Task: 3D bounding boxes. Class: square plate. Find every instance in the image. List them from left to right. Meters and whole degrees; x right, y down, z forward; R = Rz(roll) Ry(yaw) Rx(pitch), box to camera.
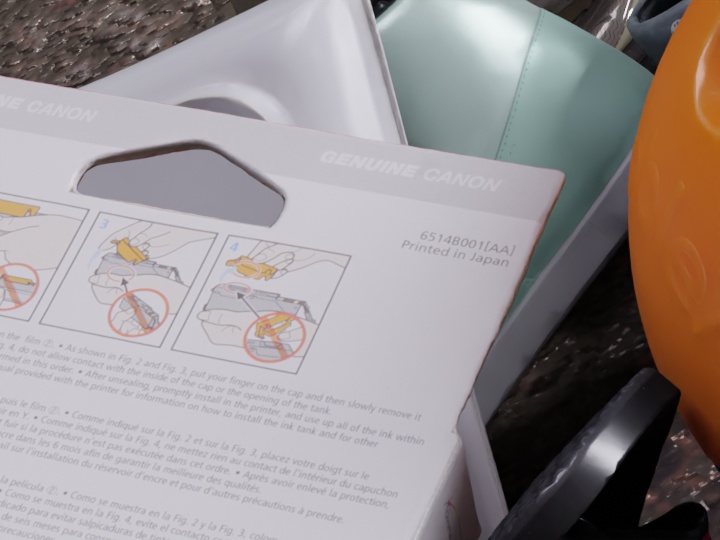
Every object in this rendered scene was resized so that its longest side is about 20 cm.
[{"bbox_3d":[-0.061,0.035,0.816,0.199,0.199,0.028,-20,-9,30],"label":"square plate"}]

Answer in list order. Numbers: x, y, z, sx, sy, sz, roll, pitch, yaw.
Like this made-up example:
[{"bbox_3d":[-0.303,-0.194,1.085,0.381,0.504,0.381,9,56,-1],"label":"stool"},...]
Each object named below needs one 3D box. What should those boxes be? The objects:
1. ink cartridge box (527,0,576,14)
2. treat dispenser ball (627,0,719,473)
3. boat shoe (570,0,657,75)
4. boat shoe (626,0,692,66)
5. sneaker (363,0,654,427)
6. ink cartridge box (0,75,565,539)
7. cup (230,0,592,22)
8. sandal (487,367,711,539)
[{"bbox_3d":[0.078,-0.212,0.944,0.200,0.146,0.085,-54,10,-26],"label":"ink cartridge box"},{"bbox_3d":[0.165,-0.013,0.658,0.200,0.201,0.201,-23,30,14],"label":"treat dispenser ball"},{"bbox_3d":[0.113,-0.076,0.917,0.200,0.073,0.074,-52,7,-15],"label":"boat shoe"},{"bbox_3d":[0.150,-0.122,0.760,0.200,0.062,0.073,-53,10,26],"label":"boat shoe"},{"bbox_3d":[0.000,0.000,0.836,0.201,0.118,0.074,-54,1,1],"label":"sneaker"},{"bbox_3d":[-0.065,0.036,0.679,0.199,0.045,0.177,11,50,21],"label":"ink cartridge box"},{"bbox_3d":[0.021,-0.136,1.023,0.200,0.200,0.143,-49,9,-29],"label":"cup"},{"bbox_3d":[0.060,0.082,0.674,0.045,0.200,0.075,40,74,17],"label":"sandal"}]
